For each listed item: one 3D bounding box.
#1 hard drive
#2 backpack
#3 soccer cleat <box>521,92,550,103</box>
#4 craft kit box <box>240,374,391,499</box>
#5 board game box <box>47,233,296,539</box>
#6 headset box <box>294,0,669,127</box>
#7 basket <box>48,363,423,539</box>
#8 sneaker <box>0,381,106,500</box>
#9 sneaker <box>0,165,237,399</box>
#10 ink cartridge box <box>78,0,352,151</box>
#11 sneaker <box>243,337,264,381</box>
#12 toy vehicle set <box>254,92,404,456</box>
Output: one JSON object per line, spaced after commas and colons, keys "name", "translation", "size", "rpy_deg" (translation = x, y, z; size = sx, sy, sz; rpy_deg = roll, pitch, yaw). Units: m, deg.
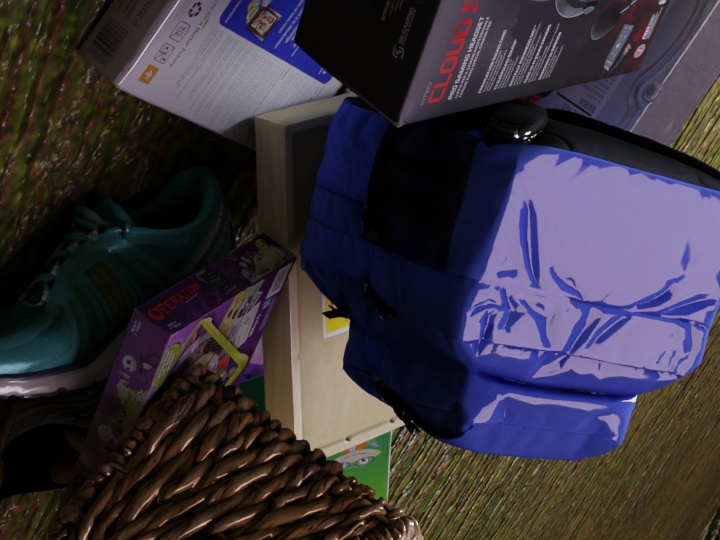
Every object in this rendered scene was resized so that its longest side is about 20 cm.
{"name": "hard drive", "translation": [0.157, -0.130, 0.955], "size": [0.038, 0.140, 0.201], "rpy_deg": [27, 102, -34]}
{"name": "backpack", "translation": [0.056, -0.008, 0.775], "size": [0.162, 0.200, 0.169], "rpy_deg": [17, 98, -32]}
{"name": "soccer cleat", "translation": [0.029, -0.087, 0.957], "size": [0.199, 0.085, 0.069], "rpy_deg": [-36, 111, -12]}
{"name": "craft kit box", "translation": [-0.078, 0.138, 1.020], "size": [0.199, 0.049, 0.198], "rpy_deg": [-17, 152, -10]}
{"name": "board game box", "translation": [-0.106, 0.082, 0.827], "size": [0.120, 0.032, 0.201], "rpy_deg": [-42, 160, -58]}
{"name": "headset box", "translation": [0.068, -0.155, 0.687], "size": [0.199, 0.077, 0.150], "rpy_deg": [-18, 139, -44]}
{"name": "basket", "translation": [-0.068, 0.172, 0.797], "size": [0.143, 0.149, 0.200], "rpy_deg": [-49, 165, -25]}
{"name": "sneaker", "translation": [-0.157, 0.079, 0.854], "size": [0.199, 0.082, 0.078], "rpy_deg": [-29, 148, -41]}
{"name": "sneaker", "translation": [-0.143, 0.004, 0.811], "size": [0.200, 0.077, 0.080], "rpy_deg": [-33, 132, -44]}
{"name": "ink cartridge box", "translation": [-0.056, -0.117, 0.808], "size": [0.095, 0.037, 0.200], "rpy_deg": [-53, 154, 8]}
{"name": "sneaker", "translation": [-0.033, 0.042, 1.009], "size": [0.200, 0.088, 0.081], "rpy_deg": [-38, 156, -19]}
{"name": "toy vehicle set", "translation": [0.000, 0.000, 0.883], "size": [0.124, 0.026, 0.201], "rpy_deg": [-17, 115, -38]}
